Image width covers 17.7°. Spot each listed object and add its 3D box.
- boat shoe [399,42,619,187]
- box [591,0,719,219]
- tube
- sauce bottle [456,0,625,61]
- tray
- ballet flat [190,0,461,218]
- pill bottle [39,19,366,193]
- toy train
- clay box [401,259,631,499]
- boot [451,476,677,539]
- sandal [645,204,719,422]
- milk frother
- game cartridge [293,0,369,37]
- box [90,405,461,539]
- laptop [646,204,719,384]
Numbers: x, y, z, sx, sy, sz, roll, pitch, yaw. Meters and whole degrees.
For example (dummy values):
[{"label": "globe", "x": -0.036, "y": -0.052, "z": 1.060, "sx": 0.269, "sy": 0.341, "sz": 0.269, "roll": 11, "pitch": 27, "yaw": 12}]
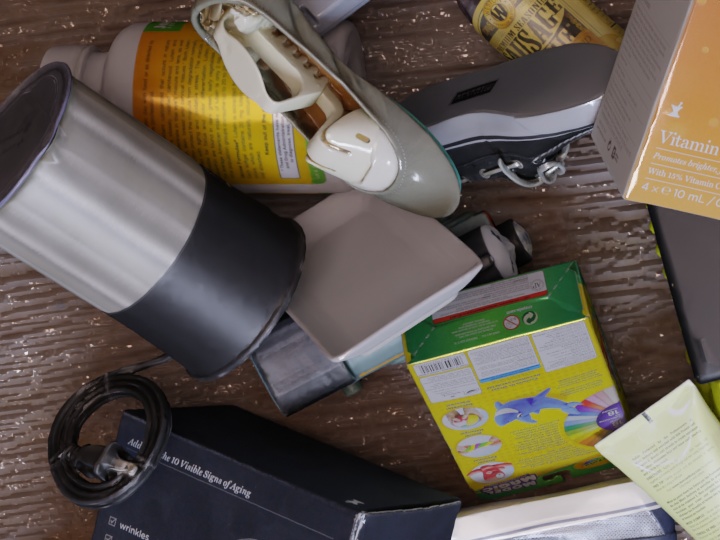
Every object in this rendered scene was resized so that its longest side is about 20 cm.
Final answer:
[{"label": "boat shoe", "x": 0.100, "y": -0.086, "z": 1.435, "sx": 0.199, "sy": 0.074, "sz": 0.068, "roll": -13, "pitch": 124, "yaw": 43}, {"label": "box", "x": 0.224, "y": -0.133, "z": 1.287, "sx": 0.124, "sy": 0.098, "sz": 0.200, "roll": 12, "pitch": 114, "yaw": -12}, {"label": "tube", "x": 0.242, "y": 0.159, "z": 1.462, "sx": 0.200, "sy": 0.052, "sz": 0.058, "roll": 46, "pitch": 71, "yaw": -12}, {"label": "sauce bottle", "x": 0.103, "y": -0.166, "z": 1.468, "sx": 0.200, "sy": 0.066, "sz": 0.066, "roll": 40, "pitch": 101, "yaw": 4}, {"label": "tray", "x": 0.000, "y": 0.000, "z": 1.413, "sx": 0.107, "sy": 0.200, "sz": 0.022, "roll": -32, "pitch": 116, "yaw": -7}, {"label": "ballet flat", "x": -0.026, "y": -0.096, "z": 1.379, "sx": 0.200, "sy": 0.064, "sz": 0.067, "roll": 47, "pitch": 135, "yaw": 2}, {"label": "pill bottle", "x": -0.101, "y": -0.105, "z": 1.484, "sx": 0.199, "sy": 0.111, "sz": 0.111, "roll": 0, "pitch": 96, "yaw": 9}, {"label": "toy train", "x": 0.017, "y": 0.027, "z": 1.476, "sx": 0.200, "sy": 0.114, "sz": 0.085, "roll": -26, "pitch": 92, "yaw": 11}, {"label": "clay box", "x": 0.104, "y": 0.075, "z": 1.451, "sx": 0.115, "sy": 0.200, "sz": 0.048, "roll": -15, "pitch": 57, "yaw": 8}, {"label": "boot", "x": 0.109, "y": 0.194, "z": 1.498, "sx": 0.199, "sy": 0.073, "sz": 0.091, "roll": -12, "pitch": 88, "yaw": 10}, {"label": "sandal", "x": 0.238, "y": -0.005, "z": 1.462, "sx": 0.087, "sy": 0.079, "sz": 0.200, "roll": -17, "pitch": 95, "yaw": -6}, {"label": "milk frother", "x": -0.168, "y": 0.015, "z": 1.399, "sx": 0.188, "sy": 0.200, "sz": 0.180, "roll": 34, "pitch": 147, "yaw": -26}, {"label": "game cartridge", "x": -0.041, "y": -0.246, "z": 1.455, "sx": 0.133, "sy": 0.040, "sz": 0.200, "roll": -38, "pitch": 66, "yaw": 1}, {"label": "box", "x": -0.068, "y": 0.209, "z": 1.472, "sx": 0.200, "sy": 0.124, "sz": 0.197, "roll": 20, "pitch": 101, "yaw": 33}, {"label": "laptop", "x": 0.286, "y": -0.050, "z": 1.431, "sx": 0.200, "sy": 0.116, "sz": 0.188, "roll": -15, "pitch": 93, "yaw": 16}]
